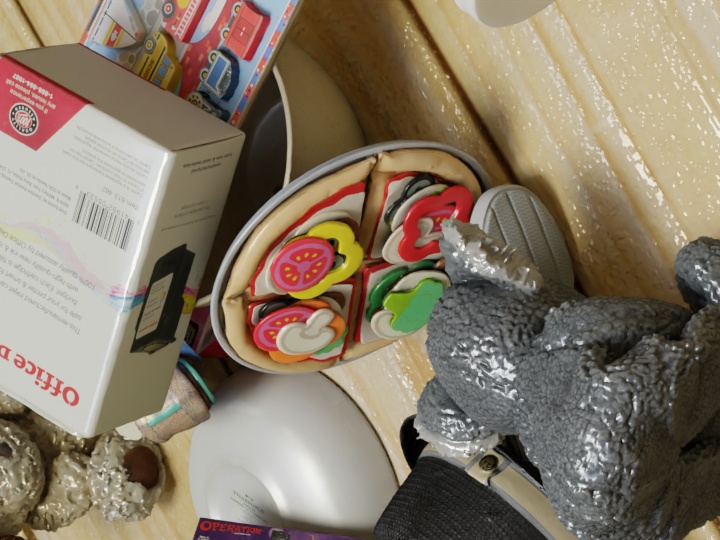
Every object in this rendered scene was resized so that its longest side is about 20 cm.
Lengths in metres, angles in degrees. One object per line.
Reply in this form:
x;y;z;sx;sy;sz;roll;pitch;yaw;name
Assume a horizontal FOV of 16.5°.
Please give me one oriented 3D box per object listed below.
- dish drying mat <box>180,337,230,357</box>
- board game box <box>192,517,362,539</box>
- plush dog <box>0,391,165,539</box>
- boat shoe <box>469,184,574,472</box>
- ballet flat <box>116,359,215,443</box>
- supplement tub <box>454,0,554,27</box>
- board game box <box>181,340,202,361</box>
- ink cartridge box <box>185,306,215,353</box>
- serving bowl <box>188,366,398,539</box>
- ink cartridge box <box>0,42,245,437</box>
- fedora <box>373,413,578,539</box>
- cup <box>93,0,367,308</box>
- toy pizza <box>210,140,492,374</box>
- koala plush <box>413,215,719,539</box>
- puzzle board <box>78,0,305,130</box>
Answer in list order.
-0.090;0.026;1.812;0.199;0.018;0.077;-4;102;48;dish drying mat
-0.056;0.256;1.791;0.119;0.032;0.201;10;136;10;board game box
-0.279;0.151;1.956;0.201;0.171;0.160;56;139;11;plush dog
0.098;0.045;1.578;0.062;0.072;0.201;3;106;61;boat shoe
-0.152;0.093;1.805;0.068;0.067;0.200;52;172;-3;ballet flat
0.045;-0.250;1.445;0.200;0.140;0.141;46;135;23;supplement tub
-0.179;-0.003;1.722;0.157;0.039;0.200;27;171;18;board game box
-0.181;-0.028;1.804;0.199;0.037;0.095;32;126;14;ink cartridge box
-0.061;0.169;1.811;0.200;0.066;0.201;24;125;39;serving bowl
-0.175;-0.020;1.555;0.145;0.083;0.201;29;114;24;ink cartridge box
0.079;0.186;1.598;0.200;0.092;0.201;41;161;17;fedora
-0.077;-0.072;1.638;0.199;0.143;0.202;-2;86;38;cup
0.000;0.000;1.565;0.032;0.199;0.201;57;141;35;toy pizza
0.118;0.059;1.461;0.199;0.183;0.178;26;124;30;koala plush
-0.101;-0.176;1.560;0.151;0.017;0.201;40;112;32;puzzle board
